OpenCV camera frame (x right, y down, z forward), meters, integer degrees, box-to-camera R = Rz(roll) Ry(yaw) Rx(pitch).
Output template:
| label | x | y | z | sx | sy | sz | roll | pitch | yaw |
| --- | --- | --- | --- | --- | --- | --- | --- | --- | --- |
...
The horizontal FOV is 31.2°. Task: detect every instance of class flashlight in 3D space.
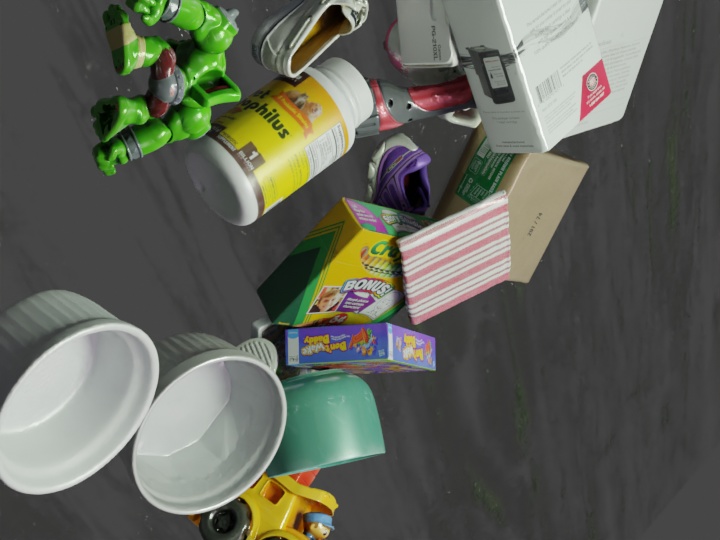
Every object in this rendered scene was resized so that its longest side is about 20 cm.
| label | x | y | z | sx | sy | sz | roll | pitch | yaw |
| --- | --- | --- | --- | --- | --- | --- | --- | --- | --- |
| flashlight | 0.081 | -0.206 | 1.487 | 0.198 | 0.068 | 0.069 | -14 | 103 | -4 |

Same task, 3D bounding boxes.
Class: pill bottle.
| label | x | y | z | sx | sy | sz | roll | pitch | yaw |
| --- | --- | --- | --- | --- | --- | --- | --- | --- | --- |
| pill bottle | -0.082 | -0.143 | 1.369 | 0.200 | 0.109 | 0.110 | -39 | 145 | -25 |

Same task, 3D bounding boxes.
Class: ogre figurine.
| label | x | y | z | sx | sy | sz | roll | pitch | yaw |
| --- | --- | --- | --- | --- | --- | --- | --- | --- | --- |
| ogre figurine | -0.182 | -0.181 | 1.214 | 0.119 | 0.098 | 0.202 | -8 | 115 | -36 |

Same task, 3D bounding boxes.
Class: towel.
| label | x | y | z | sx | sy | sz | roll | pitch | yaw |
| --- | --- | --- | --- | --- | --- | --- | --- | --- | --- |
| towel | 0.114 | -0.016 | 1.583 | 0.146 | 0.030 | 0.200 | -26 | 150 | -8 |

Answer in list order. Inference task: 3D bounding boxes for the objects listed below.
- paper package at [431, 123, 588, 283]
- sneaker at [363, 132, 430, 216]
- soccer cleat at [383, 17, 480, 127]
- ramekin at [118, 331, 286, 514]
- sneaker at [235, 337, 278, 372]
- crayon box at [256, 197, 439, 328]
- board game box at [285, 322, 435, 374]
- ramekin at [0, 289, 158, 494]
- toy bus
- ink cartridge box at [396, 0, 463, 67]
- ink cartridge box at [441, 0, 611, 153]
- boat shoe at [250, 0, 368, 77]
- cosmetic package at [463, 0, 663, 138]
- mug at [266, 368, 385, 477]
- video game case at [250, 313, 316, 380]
| label | x | y | z | sx | sy | sz | roll | pitch | yaw |
| --- | --- | --- | --- | --- | --- | --- | --- | --- | --- |
| paper package | 0.202 | -0.092 | 1.811 | 0.190 | 0.103 | 0.201 | 4 | 116 | -55 |
| sneaker | 0.046 | -0.073 | 1.635 | 0.080 | 0.083 | 0.201 | -29 | 141 | -36 |
| soccer cleat | 0.098 | -0.238 | 1.548 | 0.070 | 0.086 | 0.200 | -53 | 148 | -3 |
| ramekin | -0.193 | 0.166 | 1.476 | 0.199 | 0.105 | 0.202 | -18 | 123 | -30 |
| sneaker | -0.163 | 0.172 | 1.607 | 0.201 | 0.074 | 0.082 | -56 | 171 | 2 |
| crayon box | 0.000 | 0.000 | 1.580 | 0.173 | 0.059 | 0.199 | -45 | 149 | 26 |
| board game box | 0.004 | 0.101 | 1.636 | 0.200 | 0.133 | 0.045 | 21 | 66 | -68 |
| ramekin | -0.313 | 0.117 | 1.310 | 0.200 | 0.097 | 0.202 | -34 | 143 | -31 |
| toy bus | -0.097 | 0.320 | 1.703 | 0.192 | 0.199 | 0.136 | -53 | 156 | -15 |
| ink cartridge box | 0.133 | -0.318 | 1.480 | 0.199 | 0.084 | 0.146 | -19 | 109 | -44 |
| ink cartridge box | 0.184 | -0.252 | 1.419 | 0.145 | 0.083 | 0.201 | -40 | 120 | -35 |
| boat shoe | -0.025 | -0.276 | 1.361 | 0.200 | 0.070 | 0.071 | -43 | 146 | -19 |
| cosmetic package | 0.256 | -0.300 | 1.630 | 0.164 | 0.164 | 0.201 | -20 | 135 | -44 |
| mug | -0.069 | 0.192 | 1.622 | 0.183 | 0.115 | 0.152 | -10 | 171 | -10 |
| video game case | -0.089 | 0.119 | 1.692 | 0.143 | 0.018 | 0.201 | -29 | 140 | -37 |
